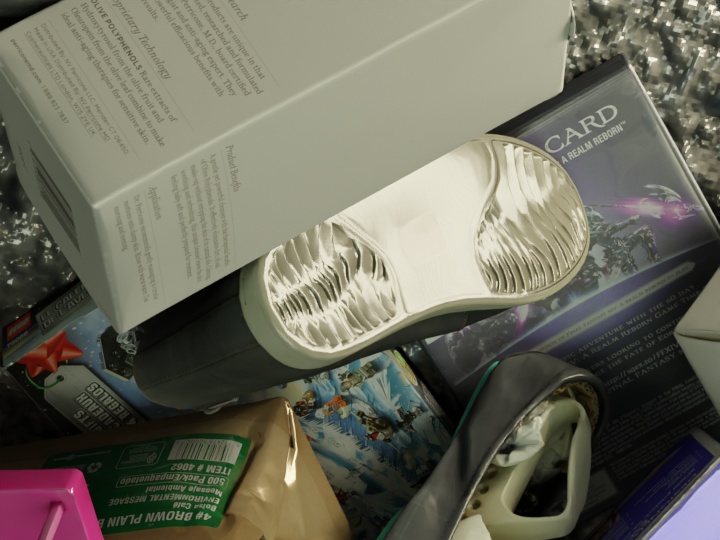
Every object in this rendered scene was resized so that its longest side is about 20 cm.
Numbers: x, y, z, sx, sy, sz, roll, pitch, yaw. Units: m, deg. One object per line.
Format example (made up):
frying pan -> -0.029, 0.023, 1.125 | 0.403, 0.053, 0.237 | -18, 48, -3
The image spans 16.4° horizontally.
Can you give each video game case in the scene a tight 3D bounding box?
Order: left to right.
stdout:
video game case -> 0.100, 0.017, 1.124 | 0.143, 0.019, 0.200 | -30, 118, 6

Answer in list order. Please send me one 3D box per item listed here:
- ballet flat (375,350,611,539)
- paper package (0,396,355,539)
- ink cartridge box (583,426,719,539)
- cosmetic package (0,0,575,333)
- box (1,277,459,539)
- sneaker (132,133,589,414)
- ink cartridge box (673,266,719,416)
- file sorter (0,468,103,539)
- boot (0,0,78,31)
ballet flat -> 0.052, 0.111, 1.049 | 0.073, 0.200, 0.073 | 21, 142, 17
paper package -> -0.100, 0.165, 1.084 | 0.199, 0.104, 0.191 | -10, 126, 21
ink cartridge box -> 0.093, 0.154, 1.059 | 0.043, 0.200, 0.198 | 44, 93, 5
cosmetic package -> -0.025, -0.073, 0.914 | 0.200, 0.085, 0.108 | -30, 157, -15
box -> -0.046, 0.066, 1.113 | 0.137, 0.040, 0.200 | -33, 118, 8
sneaker -> 0.000, 0.000, 1.036 | 0.200, 0.106, 0.075 | -16, 85, -42
ink cartridge box -> 0.239, 0.051, 1.091 | 0.145, 0.083, 0.200 | -51, 124, -29
file sorter -> -0.166, 0.194, 0.976 | 0.139, 0.126, 0.200 | -2, 126, 15
boot -> -0.185, -0.066, 0.960 | 0.164, 0.066, 0.200 | 10, 139, -4
